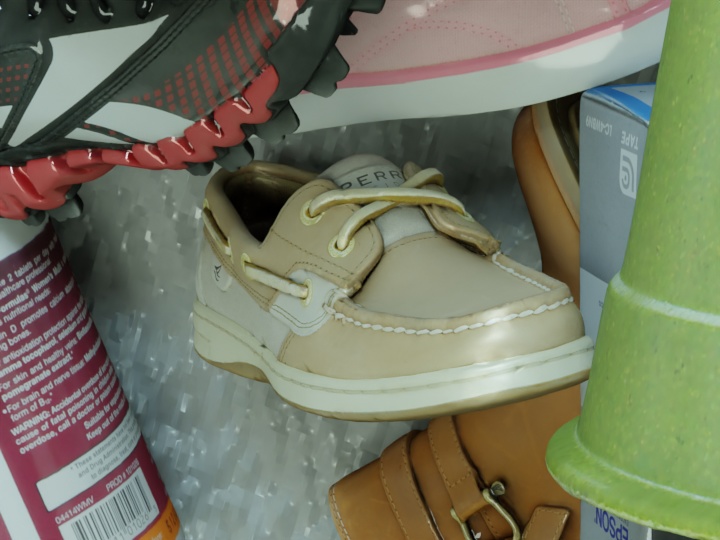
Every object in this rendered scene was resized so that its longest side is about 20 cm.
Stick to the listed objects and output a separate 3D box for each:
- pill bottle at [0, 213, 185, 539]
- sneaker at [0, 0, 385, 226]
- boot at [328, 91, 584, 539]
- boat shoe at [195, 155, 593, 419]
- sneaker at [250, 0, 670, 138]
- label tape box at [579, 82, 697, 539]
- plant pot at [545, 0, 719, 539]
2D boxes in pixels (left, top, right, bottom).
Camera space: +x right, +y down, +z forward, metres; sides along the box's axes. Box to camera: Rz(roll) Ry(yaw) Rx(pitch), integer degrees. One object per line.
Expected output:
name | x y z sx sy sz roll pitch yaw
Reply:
pill bottle | -0.144 0.031 0.940 0.109 0.110 0.200 -15 105 25
sneaker | -0.077 -0.074 0.815 0.098 0.071 0.200 45 145 -25
boot | 0.052 0.048 0.898 0.155 0.074 0.200 -20 98 32
boat shoe | 0.000 0.000 0.829 0.200 0.074 0.069 10 109 60
sneaker | 0.020 -0.106 0.841 0.200 0.075 0.105 -7 114 27
label tape box | 0.141 0.044 0.812 0.143 0.066 0.200 -4 101 -15
plant pot | 0.144 -0.043 0.661 0.200 0.200 0.190 3 99 20
